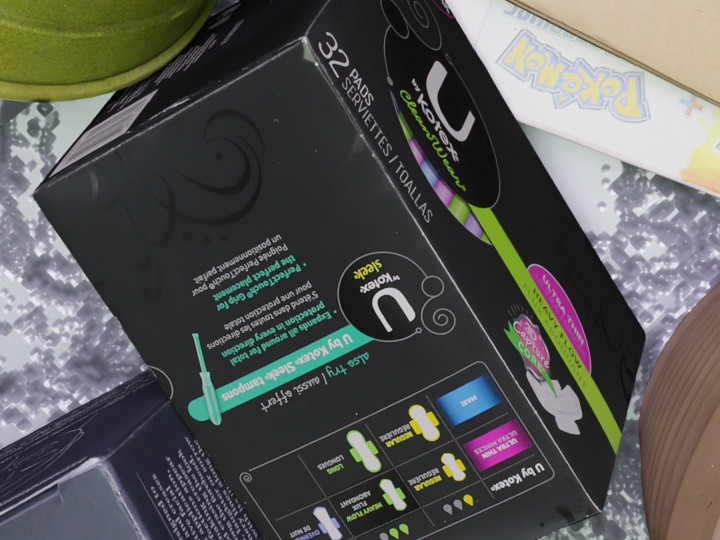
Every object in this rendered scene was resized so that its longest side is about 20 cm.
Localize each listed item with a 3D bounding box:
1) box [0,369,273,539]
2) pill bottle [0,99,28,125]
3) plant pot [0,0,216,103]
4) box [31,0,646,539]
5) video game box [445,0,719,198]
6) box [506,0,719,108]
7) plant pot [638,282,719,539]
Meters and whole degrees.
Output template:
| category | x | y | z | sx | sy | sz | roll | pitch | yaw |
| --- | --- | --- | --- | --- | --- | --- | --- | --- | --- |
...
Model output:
| category | x | y | z | sx | sy | sz | roll | pitch | yaw |
| --- | --- | --- | --- | --- | --- | --- | --- | --- | --- |
| box | -0.098 | 0.116 | 0.906 | 0.148 | 0.200 | 0.107 | -28 | 95 | 19 |
| pill bottle | -0.194 | -0.152 | 0.927 | 0.200 | 0.114 | 0.115 | 36 | 100 | 0 |
| plant pot | -0.091 | -0.189 | 0.808 | 0.200 | 0.200 | 0.193 | 47 | 141 | -3 |
| box | 0.000 | 0.000 | 0.890 | 0.124 | 0.149 | 0.201 | -27 | 106 | 23 |
| video game box | 0.139 | -0.126 | 0.935 | 0.199 | 0.047 | 0.183 | 20 | 102 | 2 |
| box | 0.150 | -0.145 | 0.896 | 0.199 | 0.021 | 0.164 | 27 | 97 | 2 |
| plant pot | 0.172 | 0.059 | 0.914 | 0.093 | 0.200 | 0.202 | 37 | 104 | 40 |
